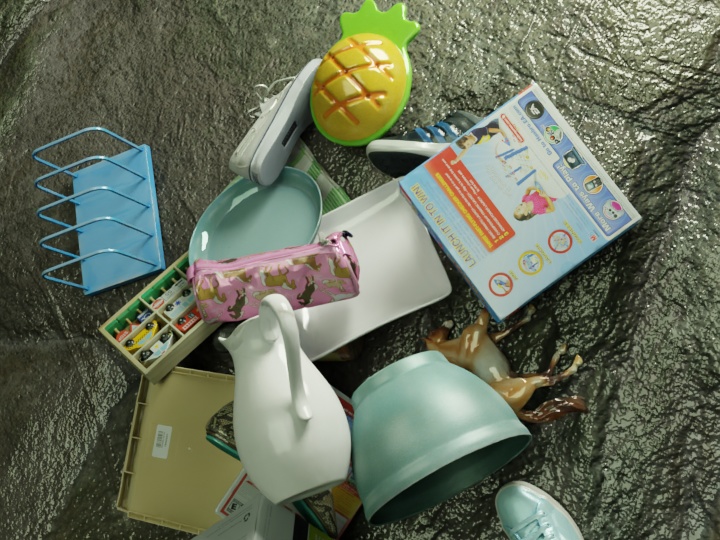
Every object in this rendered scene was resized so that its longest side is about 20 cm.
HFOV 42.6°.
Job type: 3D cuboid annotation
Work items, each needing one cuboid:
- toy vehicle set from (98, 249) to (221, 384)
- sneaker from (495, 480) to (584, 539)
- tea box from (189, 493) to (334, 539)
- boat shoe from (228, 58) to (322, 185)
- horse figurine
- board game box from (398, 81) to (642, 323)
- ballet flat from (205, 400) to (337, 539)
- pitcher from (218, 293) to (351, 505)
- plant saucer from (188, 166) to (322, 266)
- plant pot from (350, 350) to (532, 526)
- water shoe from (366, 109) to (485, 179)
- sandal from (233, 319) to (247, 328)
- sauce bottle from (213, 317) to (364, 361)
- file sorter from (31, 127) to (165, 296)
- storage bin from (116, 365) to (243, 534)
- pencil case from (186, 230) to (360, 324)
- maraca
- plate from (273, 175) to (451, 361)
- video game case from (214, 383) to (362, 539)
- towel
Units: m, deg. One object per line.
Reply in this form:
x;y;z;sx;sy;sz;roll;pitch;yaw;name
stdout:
-0.237;0.047;1.230;0.200;0.027;0.124;-44;49;-18;toy vehicle set
0.210;0.312;0.993;0.074;0.082;0.200;-42;65;9;sneaker
-0.111;0.383;1.021;0.200;0.197;0.134;-36;27;27;tea box
-0.117;-0.210;1.251;0.086;0.075;0.202;21;73;23;boat shoe
0.172;0.107;1.077;0.133;0.050;0.200;-41;63;4;horse figurine
0.179;-0.076;1.061;0.196;0.056;0.200;-35;82;0;board game box
-0.086;0.222;1.069;0.200;0.068;0.075;40;69;2;ballet flat
-0.079;0.135;0.980;0.121;0.172;0.200;-14;73;-20;pitcher
-0.134;-0.049;1.209;0.200;0.027;0.200;-16;50;20;plant saucer
0.070;0.174;1.023;0.200;0.200;0.134;-34;66;14;plant pot
0.108;-0.159;1.166;0.200;0.072;0.079;3;60;19;water shoe
-0.114;0.097;1.115;0.200;0.045;0.075;53;129;39;sandal
-0.096;0.084;1.193;0.200;0.066;0.066;0;78;23;sauce bottle
-0.383;-0.086;1.332;0.139;0.123;0.200;-17;71;19;file sorter
-0.196;0.232;1.190;0.198;0.094;0.200;5;81;26;storage bin
-0.101;0.009;1.090;0.200;0.083;0.087;-12;97;8;pencil case
0.006;-0.257;1.203;0.137;0.107;0.200;15;84;19;maraca
0.000;0.000;1.142;0.200;0.032;0.200;-26;52;10;plate
-0.059;0.244;1.109;0.143;0.017;0.200;35;80;-2;video game case
-0.095;-0.081;1.255;0.153;0.023;0.200;-44;65;10;towel
